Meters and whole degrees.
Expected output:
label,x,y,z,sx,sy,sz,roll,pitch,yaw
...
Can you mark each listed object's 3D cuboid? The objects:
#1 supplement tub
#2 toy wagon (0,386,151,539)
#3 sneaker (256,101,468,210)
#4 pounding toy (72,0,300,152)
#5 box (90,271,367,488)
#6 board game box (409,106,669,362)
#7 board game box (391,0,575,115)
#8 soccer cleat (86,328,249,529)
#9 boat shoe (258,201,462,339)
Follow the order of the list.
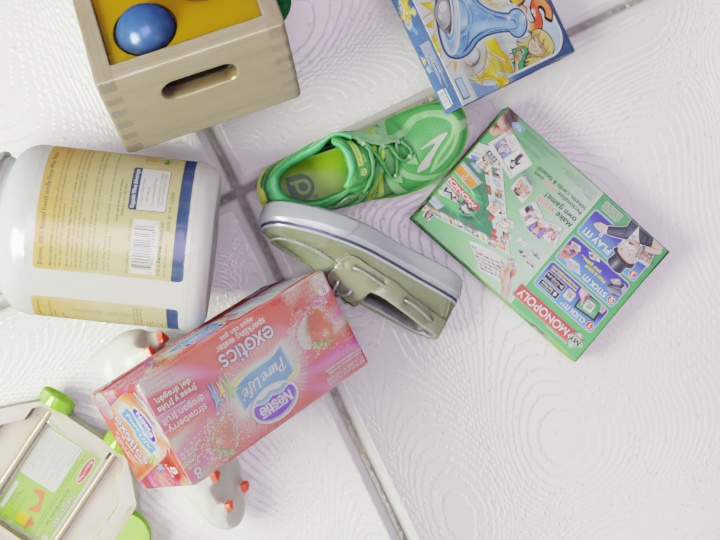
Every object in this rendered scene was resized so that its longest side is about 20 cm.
label,x,y,z,sx,sy,sz,roll,pitch,yaw
supplement tub,-0.223,-0.029,1.087,0.199,0.144,0.145,6,92,-5
toy wagon,-0.262,0.206,1.146,0.200,0.040,0.155,34,90,-5
sneaker,0.006,-0.092,1.132,0.199,0.084,0.074,-22,93,-4
pounding toy,-0.137,-0.237,1.066,0.199,0.142,0.185,-19,63,-3
box,-0.107,0.090,1.077,0.200,0.102,0.095,-33,99,-34
board game box,0.163,-0.032,1.174,0.200,0.029,0.135,41,90,-5
board game box,0.091,-0.255,1.135,0.135,0.034,0.201,-28,94,-25
soccer cleat,-0.168,0.144,1.144,0.077,0.069,0.201,-23,101,25
boat shoe,0.000,0.000,1.124,0.199,0.072,0.062,23,72,-18
